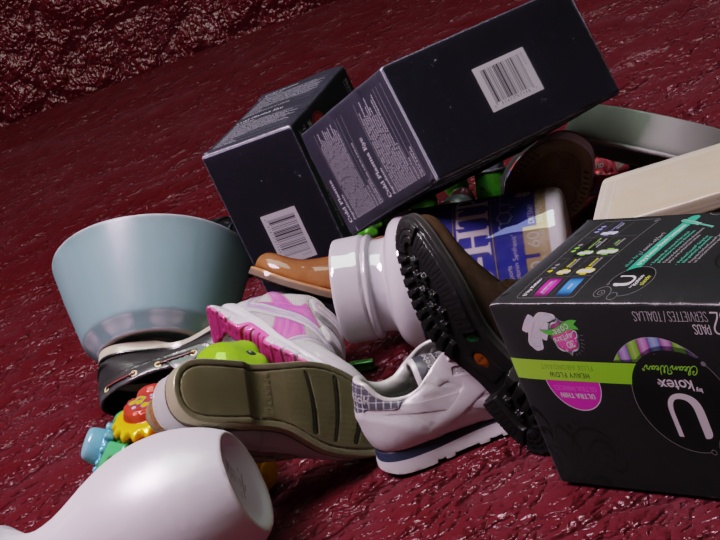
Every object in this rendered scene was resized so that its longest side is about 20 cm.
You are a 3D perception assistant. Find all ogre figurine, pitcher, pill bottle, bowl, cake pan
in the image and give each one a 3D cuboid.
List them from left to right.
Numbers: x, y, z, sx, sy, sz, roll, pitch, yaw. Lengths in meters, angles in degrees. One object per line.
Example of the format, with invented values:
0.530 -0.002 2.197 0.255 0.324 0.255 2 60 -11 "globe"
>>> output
-0.163 0.212 1.160 0.200 0.121 0.172 -27 42 10 "pitcher"
-0.203 0.037 1.607 0.200 0.201 0.105 -17 60 18 "bowl"
0.084 -0.045 1.547 0.098 0.120 0.200 -17 17 31 "ogre figurine"
0.080 0.003 1.364 0.199 0.120 0.120 -10 20 10 "pill bottle"
0.273 -0.111 1.446 0.200 0.037 0.200 14 2 0 "cake pan"

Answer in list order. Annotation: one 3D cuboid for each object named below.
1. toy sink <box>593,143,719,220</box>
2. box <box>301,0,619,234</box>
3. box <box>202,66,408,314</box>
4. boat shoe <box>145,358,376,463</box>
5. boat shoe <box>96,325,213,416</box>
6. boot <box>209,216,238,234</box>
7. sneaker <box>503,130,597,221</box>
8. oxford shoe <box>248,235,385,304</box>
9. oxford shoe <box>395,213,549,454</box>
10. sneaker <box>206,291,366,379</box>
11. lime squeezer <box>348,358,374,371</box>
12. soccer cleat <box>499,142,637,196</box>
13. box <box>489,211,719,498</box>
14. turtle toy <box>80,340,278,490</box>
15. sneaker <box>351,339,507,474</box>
0.289 -0.020 1.205 0.199 0.131 0.112 -16 19 20 "toy sink"
0.081 -0.133 1.380 0.200 0.104 0.182 -27 -2 -27 "box"
-0.045 -0.075 1.636 0.104 0.200 0.182 -17 19 23 "box"
-0.070 0.111 1.258 0.068 0.200 0.075 -36 47 48 "boat shoe"
-0.153 0.095 1.543 0.201 0.074 0.063 -12 52 8 "boat shoe"
-0.127 -0.019 1.824 0.162 0.074 0.198 -8 22 31 "boot"
0.175 -0.085 1.446 0.113 0.071 0.200 -59 -7 -32 "sneaker"
0.000 0.000 1.462 0.199 0.072 0.071 8 -2 -1 "oxford shoe"
0.100 0.034 1.200 0.084 0.200 0.073 -35 -4 -29 "oxford shoe"
-0.047 0.066 1.401 0.088 0.082 0.200 -29 41 -27 "sneaker"
-0.086 0.114 1.437 0.200 0.038 0.071 -30 19 -21 "lime squeezer"
0.219 -0.100 1.587 0.200 0.068 0.073 -20 12 -39 "soccer cleat"
0.213 0.053 1.058 0.200 0.149 0.124 -2 28 49 "box"
-0.143 0.136 1.318 0.145 0.101 0.200 5 34 43 "turtle toy"
0.092 0.081 1.243 0.200 0.081 0.076 -25 16 -10 "sneaker"
